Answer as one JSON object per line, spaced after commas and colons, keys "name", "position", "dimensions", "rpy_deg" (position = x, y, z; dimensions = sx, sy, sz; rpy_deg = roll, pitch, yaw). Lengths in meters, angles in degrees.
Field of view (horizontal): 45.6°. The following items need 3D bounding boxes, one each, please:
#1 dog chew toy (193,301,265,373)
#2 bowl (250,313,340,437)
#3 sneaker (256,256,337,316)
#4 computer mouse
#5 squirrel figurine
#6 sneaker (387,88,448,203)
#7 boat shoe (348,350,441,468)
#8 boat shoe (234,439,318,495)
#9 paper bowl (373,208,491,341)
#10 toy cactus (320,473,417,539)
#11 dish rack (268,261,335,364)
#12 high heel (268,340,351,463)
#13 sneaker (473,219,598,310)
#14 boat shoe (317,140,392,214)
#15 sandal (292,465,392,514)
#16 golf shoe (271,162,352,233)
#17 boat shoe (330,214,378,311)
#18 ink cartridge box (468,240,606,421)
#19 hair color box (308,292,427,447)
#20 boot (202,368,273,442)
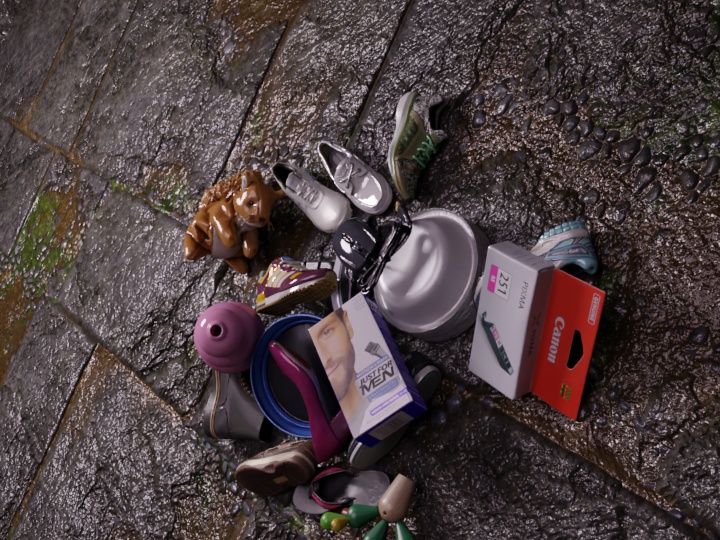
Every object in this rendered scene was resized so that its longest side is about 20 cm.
{"name": "dog chew toy", "position": [-0.227, 0.110, 1.456], "dimensions": [0.122, 0.200, 0.127], "rpy_deg": [0, 81, 0]}
{"name": "bowl", "position": [-0.089, 0.173, 1.430], "dimensions": [0.197, 0.039, 0.205], "rpy_deg": [1, 92, 21]}
{"name": "sneaker", "position": [-0.115, 0.012, 1.459], "dimensions": [0.198, 0.074, 0.092], "rpy_deg": [-22, 64, 42]}
{"name": "computer mouse", "position": [0.010, -0.061, 1.359], "dimensions": [0.141, 0.046, 0.200], "rpy_deg": [-53, 26, 11]}
{"name": "squirrel figurine", "position": [-0.236, -0.122, 1.646], "dimensions": [0.187, 0.140, 0.203], "rpy_deg": [-44, 39, 34]}
{"name": "sneaker", "position": [0.102, -0.214, 1.446], "dimensions": [0.087, 0.077, 0.204], "rpy_deg": [-1, 75, 32]}
{"name": "boat shoe", "position": [0.045, 0.216, 1.330], "dimensions": [0.200, 0.076, 0.060], "rpy_deg": [-48, 49, 1]}
{"name": "boat shoe", "position": [-0.133, 0.329, 1.453], "dimensions": [0.200, 0.075, 0.075], "rpy_deg": [-20, 23, 44]}
{"name": "paper bowl", "position": [0.104, 0.001, 1.336], "dimensions": [0.198, 0.104, 0.205], "rpy_deg": [-18, 61, 35]}
{"name": "toy cactus", "position": [0.038, 0.387, 1.264], "dimensions": [0.198, 0.102, 0.167], "rpy_deg": [18, 72, 43]}
{"name": "dish rack", "position": [-0.101, 0.078, 1.521], "dimensions": [0.152, 0.054, 0.204], "rpy_deg": [0, 75, 43]}
{"name": "high heel", "position": [-0.097, 0.209, 1.373], "dimensions": [0.096, 0.067, 0.200], "rpy_deg": [-45, 79, 4]}
{"name": "sneaker", "position": [0.248, 0.014, 1.224], "dimensions": [0.199, 0.077, 0.087], "rpy_deg": [-37, 56, 25]}
{"name": "boat shoe", "position": [-0.018, -0.168, 1.530], "dimensions": [0.071, 0.069, 0.200], "rpy_deg": [-53, 48, 9]}
{"name": "sandal", "position": [-0.037, 0.346, 1.365], "dimensions": [0.197, 0.045, 0.077], "rpy_deg": [-15, 65, 37]}
{"name": "golf shoe", "position": [-0.097, -0.136, 1.570], "dimensions": [0.199, 0.097, 0.079], "rpy_deg": [38, 97, 41]}
{"name": "boat shoe", "position": [0.000, 0.000, 1.454], "dimensions": [0.067, 0.071, 0.204], "rpy_deg": [-14, 58, 38]}
{"name": "ink cartridge box", "position": [0.234, 0.086, 1.168], "dimensions": [0.173, 0.043, 0.204], "rpy_deg": [33, 126, 44]}
{"name": "hair color box", "position": [0.008, 0.148, 1.297], "dimensions": [0.109, 0.065, 0.202], "rpy_deg": [-35, 55, 12]}
{"name": "boot", "position": [-0.201, 0.210, 1.556], "dimensions": [0.136, 0.077, 0.204], "rpy_deg": [2, 81, 32]}
